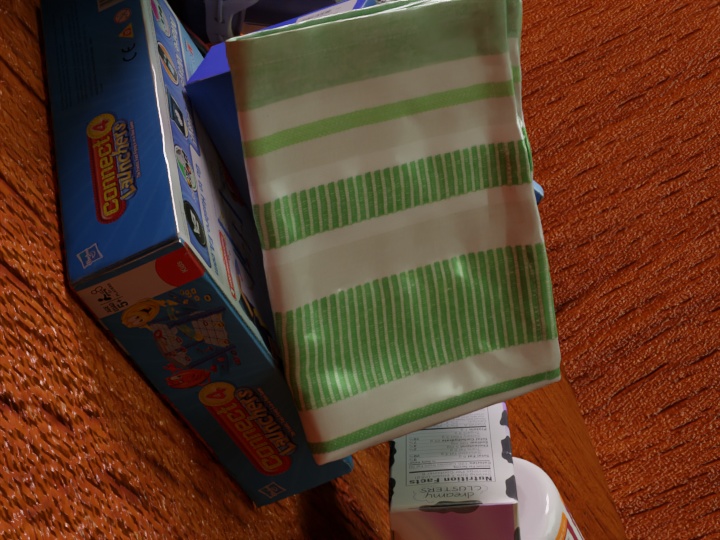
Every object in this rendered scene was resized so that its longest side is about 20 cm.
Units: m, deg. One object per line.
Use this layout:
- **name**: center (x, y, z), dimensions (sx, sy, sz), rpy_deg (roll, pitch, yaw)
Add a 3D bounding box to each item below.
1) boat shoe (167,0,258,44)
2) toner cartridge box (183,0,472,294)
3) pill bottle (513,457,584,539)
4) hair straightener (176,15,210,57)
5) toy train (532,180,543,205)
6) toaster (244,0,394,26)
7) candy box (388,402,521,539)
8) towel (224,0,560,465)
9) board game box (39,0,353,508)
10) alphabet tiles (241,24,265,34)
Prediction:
- **boat shoe**: center (-0.078, -0.175, 0.979), dimensions (0.200, 0.062, 0.072), rpy_deg (143, -34, -70)
- **toner cartridge box**: center (0.001, -0.029, 0.864), dimensions (0.201, 0.094, 0.043), rpy_deg (62, 31, -24)
- **pill bottle**: center (0.122, 0.234, 1.245), dimensions (0.110, 0.109, 0.201), rpy_deg (-102, 166, -51)
- **hair straightener**: center (-0.114, -0.122, 0.958), dimensions (0.200, 0.041, 0.077), rpy_deg (54, 16, -62)
- **toy train**: center (0.019, 0.001, 0.985), dimensions (0.086, 0.200, 0.115), rpy_deg (34, 22, -14)
- **toaster**: center (-0.026, -0.257, 1.062), dimensions (0.118, 0.200, 0.182), rpy_deg (15, -41, 41)
- **candy box**: center (0.055, 0.162, 1.003), dimensions (0.200, 0.071, 0.169), rpy_deg (-87, 174, -69)
- **towel**: center (0.023, -0.023, 0.808), dimensions (0.023, 0.151, 0.202), rpy_deg (21, -56, 59)
- **board game box**: center (-0.081, -0.018, 0.861), dimensions (0.196, 0.055, 0.201), rpy_deg (58, 13, -46)
- **alphabet tiles**: center (-0.014, -0.220, 1.279), dimensions (0.197, 0.199, 0.015), rpy_deg (57, 32, -2)
